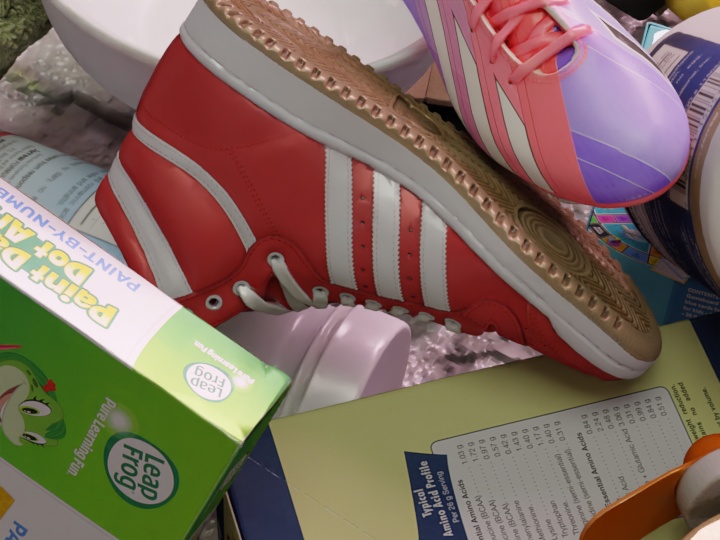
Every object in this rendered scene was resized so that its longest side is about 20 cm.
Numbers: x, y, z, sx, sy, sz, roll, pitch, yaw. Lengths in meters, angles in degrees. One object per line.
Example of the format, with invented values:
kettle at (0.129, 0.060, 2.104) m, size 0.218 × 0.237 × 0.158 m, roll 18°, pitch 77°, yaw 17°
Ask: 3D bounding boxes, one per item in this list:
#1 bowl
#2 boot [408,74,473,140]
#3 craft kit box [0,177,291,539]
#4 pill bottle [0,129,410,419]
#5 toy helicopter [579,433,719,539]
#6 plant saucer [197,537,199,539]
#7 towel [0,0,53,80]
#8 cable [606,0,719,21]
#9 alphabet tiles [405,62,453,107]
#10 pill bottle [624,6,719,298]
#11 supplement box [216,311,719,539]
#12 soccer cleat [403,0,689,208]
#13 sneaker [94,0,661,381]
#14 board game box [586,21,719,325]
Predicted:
bowl at (-0.047, -0.120, 0.785) m, size 0.201 × 0.090 × 0.201 m, roll 6°, pitch 51°, yaw -7°
boot at (0.014, -0.098, 0.880) m, size 0.162 × 0.073 × 0.198 m, roll 18°, pitch 65°, yaw 14°
craft kit box at (-0.149, 0.056, 0.658) m, size 0.197 × 0.200 × 0.049 m, roll 33°, pitch 37°, yaw 2°
pill bottle at (-0.086, 0.023, 0.773) m, size 0.200 × 0.109 × 0.109 m, roll 22°, pitch 58°, yaw 12°
toy helicopter at (0.163, 0.084, 0.613) m, size 0.200 × 0.079 × 0.132 m, roll -31°, pitch 52°, yaw -34°
plant saucer at (-0.141, 0.049, 0.714) m, size 0.200 × 0.200 × 0.050 m, roll 21°, pitch 38°, yaw 13°
towel at (-0.186, -0.061, 0.783) m, size 0.036 × 0.148 × 0.200 m, roll 45°, pitch 30°, yaw -9°
cable at (0.114, -0.156, 0.870) m, size 0.050 × 0.200 × 0.097 m, roll -39°, pitch 68°, yaw 18°
alphabet tiles at (-0.022, -0.156, 0.870) m, size 0.200 × 0.008 × 0.167 m, roll 9°, pitch 64°, yaw 6°
pill bottle at (0.156, -0.042, 0.713) m, size 0.111 × 0.111 × 0.200 m, roll -6°, pitch 12°, yaw -5°
supplement box at (0.067, 0.148, 0.676) m, size 0.199 × 0.134 × 0.200 m, roll -13°, pitch 56°, yaw -10°
soccer cleat at (0.046, -0.102, 0.670) m, size 0.067 × 0.077 × 0.200 m, roll -29°, pitch 54°, yaw -3°
sneaker at (0.000, 0.000, 0.673) m, size 0.200 × 0.113 × 0.071 m, roll 37°, pitch 19°, yaw 1°
board game box at (0.173, -0.005, 0.835) m, size 0.151 × 0.047 × 0.200 m, roll 15°, pitch 57°, yaw 9°
